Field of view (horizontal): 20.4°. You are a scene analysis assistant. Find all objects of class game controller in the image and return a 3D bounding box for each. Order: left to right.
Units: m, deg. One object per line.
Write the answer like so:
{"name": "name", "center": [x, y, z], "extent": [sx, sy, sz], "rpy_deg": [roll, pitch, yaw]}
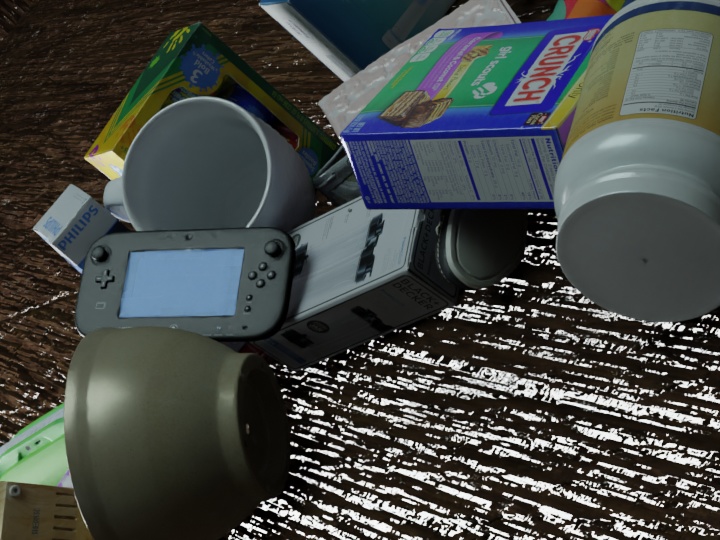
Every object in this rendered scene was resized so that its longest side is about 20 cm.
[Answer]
{"name": "game controller", "center": [-0.151, 0.014, 1.722], "extent": [0.200, 0.042, 0.104], "rpy_deg": [-2, 57, 21]}

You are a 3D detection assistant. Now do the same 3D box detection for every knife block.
{"name": "knife block", "center": [-0.293, 0.219, 1.752], "extent": [0.176, 0.200, 0.064], "rpy_deg": [-10, 74, 63]}

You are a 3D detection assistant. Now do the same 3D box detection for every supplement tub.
{"name": "supplement tub", "center": [0.211, -0.078, 1.360], "extent": [0.144, 0.144, 0.200], "rpy_deg": [-28, 31, 41]}

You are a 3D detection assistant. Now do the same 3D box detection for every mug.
{"name": "mug", "center": [-0.141, -0.067, 1.857], "extent": [0.200, 0.175, 0.148], "rpy_deg": [-3, 79, 19]}

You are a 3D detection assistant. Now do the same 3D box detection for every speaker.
{"name": "speaker", "center": [-0.284, 0.180, 1.935], "extent": [0.200, 0.088, 0.088], "rpy_deg": [-31, 29, 37]}

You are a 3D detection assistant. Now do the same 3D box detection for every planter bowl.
{"name": "planter bowl", "center": [-0.138, 0.135, 1.638], "extent": [0.135, 0.200, 0.200], "rpy_deg": [-11, 36, 16]}

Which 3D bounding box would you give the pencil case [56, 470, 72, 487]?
{"name": "pencil case", "center": [-0.225, 0.175, 1.804], "extent": [0.200, 0.085, 0.084], "rpy_deg": [-58, 5, 0]}

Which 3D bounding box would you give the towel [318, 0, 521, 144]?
{"name": "towel", "center": [0.067, -0.164, 1.818], "extent": [0.200, 0.032, 0.191], "rpy_deg": [-32, 33, 4]}

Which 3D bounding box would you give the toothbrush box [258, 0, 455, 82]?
{"name": "toothbrush box", "center": [0.018, -0.304, 2.063], "extent": [0.200, 0.146, 0.085], "rpy_deg": [-54, 23, -9]}

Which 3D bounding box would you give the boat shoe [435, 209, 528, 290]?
{"name": "boat shoe", "center": [0.093, -0.046, 1.618], "extent": [0.060, 0.074, 0.200], "rpy_deg": [-32, 26, 36]}

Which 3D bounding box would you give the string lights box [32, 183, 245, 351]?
{"name": "string lights box", "center": [-0.202, 0.011, 1.846], "extent": [0.059, 0.200, 0.103], "rpy_deg": [-49, 20, -5]}

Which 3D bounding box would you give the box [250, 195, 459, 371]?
{"name": "box", "center": [0.000, 0.000, 1.703], "extent": [0.200, 0.060, 0.117], "rpy_deg": [-26, 40, 40]}

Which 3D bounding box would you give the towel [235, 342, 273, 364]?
{"name": "towel", "center": [-0.095, 0.056, 1.868], "extent": [0.200, 0.022, 0.145], "rpy_deg": [-49, 21, -5]}

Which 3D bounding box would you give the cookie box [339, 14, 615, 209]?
{"name": "cookie box", "center": [0.113, -0.122, 1.544], "extent": [0.200, 0.075, 0.171], "rpy_deg": [1, 36, 37]}

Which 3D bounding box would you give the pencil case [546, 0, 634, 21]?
{"name": "pencil case", "center": [0.214, -0.236, 1.683], "extent": [0.200, 0.088, 0.088], "rpy_deg": [-56, 23, -18]}

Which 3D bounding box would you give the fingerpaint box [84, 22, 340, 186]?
{"name": "fingerpaint box", "center": [-0.144, -0.117, 1.995], "extent": [0.073, 0.200, 0.167], "rpy_deg": [-7, 46, 59]}

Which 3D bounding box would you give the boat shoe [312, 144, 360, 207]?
{"name": "boat shoe", "center": [0.021, -0.139, 1.903], "extent": [0.074, 0.065, 0.202], "rpy_deg": [-12, 43, 55]}
